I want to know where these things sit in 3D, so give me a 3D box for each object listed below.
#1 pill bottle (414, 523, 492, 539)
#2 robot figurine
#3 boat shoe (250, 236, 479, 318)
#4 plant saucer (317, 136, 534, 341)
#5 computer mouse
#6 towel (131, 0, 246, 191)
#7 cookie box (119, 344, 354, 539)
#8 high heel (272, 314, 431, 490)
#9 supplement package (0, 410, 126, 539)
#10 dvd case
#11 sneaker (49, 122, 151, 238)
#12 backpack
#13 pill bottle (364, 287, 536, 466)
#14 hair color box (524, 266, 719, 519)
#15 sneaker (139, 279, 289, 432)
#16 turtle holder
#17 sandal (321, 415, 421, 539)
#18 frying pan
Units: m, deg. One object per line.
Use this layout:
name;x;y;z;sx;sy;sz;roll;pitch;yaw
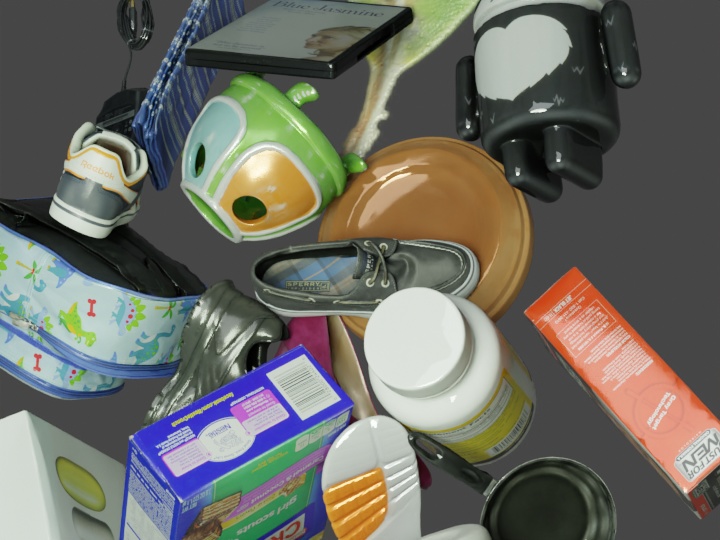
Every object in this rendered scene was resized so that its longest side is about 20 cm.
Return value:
pill bottle;0.081;0.308;1.447;0.109;0.110;0.202;-20;89;10
robot figurine;0.158;-0.165;1.605;0.148;0.125;0.202;-2;70;-2
boat shoe;0.000;0.000;1.589;0.198;0.066;0.071;0;70;14
plant saucer;0.053;-0.027;1.642;0.198;0.037;0.202;-6;70;17
computer mouse;-0.218;-0.179;1.792;0.058;0.034;0.202;-14;61;35
towel;-0.149;-0.181;1.695;0.024;0.145;0.201;21;72;9
cookie box;-0.103;0.176;1.502;0.170;0.201;0.075;-27;61;-28
high heel;0.004;0.104;1.597;0.200;0.067;0.096;36;96;38
supplement package;-0.280;0.248;1.559;0.146;0.200;0.193;-20;67;11
dvd case;-0.051;-0.210;1.671;0.141;0.200;0.018;7;113;20
sneaker;-0.223;-0.086;1.649;0.078;0.200;0.080;23;100;-8
backpack;-0.244;0.029;1.647;0.199;0.183;0.148;26;104;25
pill bottle;0.070;0.083;1.507;0.110;0.200;0.112;-6;69;16
hair color box;0.224;0.099;1.506;0.061;0.102;0.200;-41;64;0
sneaker;-0.127;0.113;1.615;0.090;0.076;0.202;26;104;14
turtle holder;-0.100;-0.105;1.655;0.132;0.141;0.185;-45;57;-10
sandal;0.012;0.204;1.521;0.078;0.209;0.059;-11;25;-4
frying pan;0.114;0.197;1.500;0.188;0.031;0.116;11;98;-11
